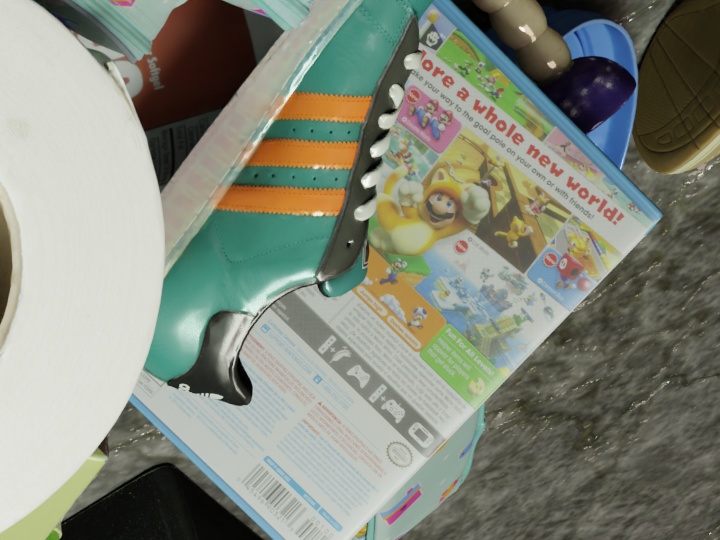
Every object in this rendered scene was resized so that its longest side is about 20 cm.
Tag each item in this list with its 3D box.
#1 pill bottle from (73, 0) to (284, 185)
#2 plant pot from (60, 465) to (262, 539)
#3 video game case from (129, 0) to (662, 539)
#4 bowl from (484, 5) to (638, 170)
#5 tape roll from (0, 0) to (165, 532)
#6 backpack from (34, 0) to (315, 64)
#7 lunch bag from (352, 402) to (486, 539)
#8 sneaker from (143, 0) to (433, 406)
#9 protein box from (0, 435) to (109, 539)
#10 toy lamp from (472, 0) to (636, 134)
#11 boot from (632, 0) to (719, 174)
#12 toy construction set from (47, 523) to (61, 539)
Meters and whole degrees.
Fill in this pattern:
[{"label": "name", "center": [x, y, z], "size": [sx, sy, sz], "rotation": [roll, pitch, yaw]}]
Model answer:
[{"label": "pill bottle", "center": [-0.091, -0.090, 0.904], "size": [0.199, 0.112, 0.112], "rotation": [-19, 146, -15]}, {"label": "plant pot", "center": [-0.125, 0.266, 1.304], "size": [0.199, 0.178, 0.200], "rotation": [-32, 146, 6]}, {"label": "video game case", "center": [0.000, 0.000, 0.874], "size": [0.200, 0.143, 0.018], "rotation": [-46, -175, 2]}, {"label": "bowl", "center": [0.069, -0.035, 1.078], "size": [0.201, 0.039, 0.201], "rotation": [-46, 151, -35]}, {"label": "tape roll", "center": [-0.159, -0.003, 0.681], "size": [0.202, 0.037, 0.204], "rotation": [-6, 106, -22]}, {"label": "backpack", "center": [-0.080, -0.161, 0.743], "size": [0.200, 0.176, 0.154], "rotation": [22, 105, -52]}, {"label": "lunch bag", "center": [-0.021, 0.036, 0.999], "size": [0.077, 0.160, 0.200], "rotation": [-39, 161, -20]}, {"label": "sneaker", "center": [-0.017, -0.040, 0.828], "size": [0.200, 0.080, 0.071], "rotation": [-53, -177, 7]}, {"label": "protein box", "center": [-0.223, 0.047, 0.817], "size": [0.198, 0.135, 0.200], "rotation": [12, 140, -26]}, {"label": "toy lamp", "center": [0.033, -0.140, 0.886], "size": [0.058, 0.058, 0.200], "rotation": [-33, 105, 8]}, {"label": "boot", "center": [0.240, -0.125, 1.137], "size": [0.154, 0.072, 0.200], "rotation": [-2, 138, -38]}, {"label": "toy construction set", "center": [-0.155, 0.078, 1.103], "size": [0.200, 0.092, 0.131], "rotation": [-44, 136, 18]}]
